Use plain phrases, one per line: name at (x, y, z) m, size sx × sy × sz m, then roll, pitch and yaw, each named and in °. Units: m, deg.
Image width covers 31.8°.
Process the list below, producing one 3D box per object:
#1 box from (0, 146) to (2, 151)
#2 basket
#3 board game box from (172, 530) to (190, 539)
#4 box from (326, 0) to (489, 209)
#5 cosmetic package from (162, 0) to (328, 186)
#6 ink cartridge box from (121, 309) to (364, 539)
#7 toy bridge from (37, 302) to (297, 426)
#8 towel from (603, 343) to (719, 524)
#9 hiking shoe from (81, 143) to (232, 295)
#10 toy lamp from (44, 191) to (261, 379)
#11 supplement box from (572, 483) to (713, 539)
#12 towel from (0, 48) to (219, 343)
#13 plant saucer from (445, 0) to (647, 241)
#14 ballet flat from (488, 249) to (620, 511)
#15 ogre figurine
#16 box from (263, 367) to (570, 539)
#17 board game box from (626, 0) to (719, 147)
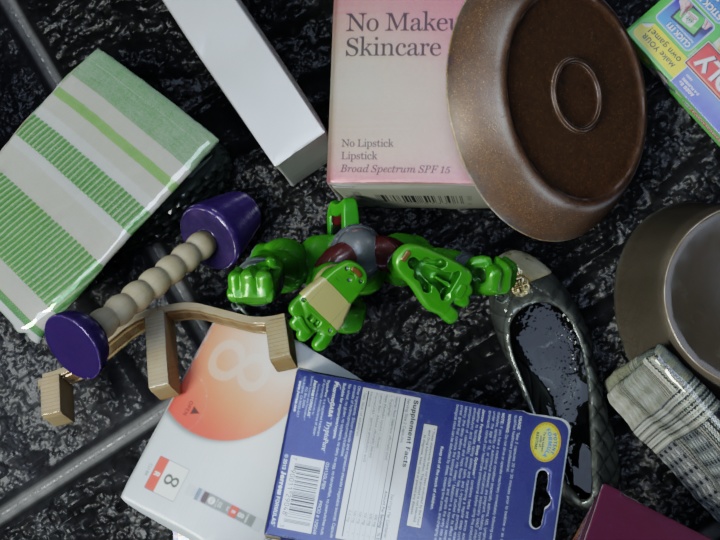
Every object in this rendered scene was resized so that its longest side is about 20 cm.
box at (-0.379, -0.140, 0.979) m, size 0.079 × 0.141 × 0.200 m, roll -42°, pitch 80°, yaw -1°
basket at (0.248, 0.024, 0.847) m, size 0.136 × 0.200 × 0.181 m, roll -21°, pitch 81°, yaw 5°
board game box at (-0.038, 0.229, 0.946) m, size 0.199 × 0.034 × 0.136 m, roll -7°, pitch 83°, yaw 7°
box at (0.047, -0.151, 0.939) m, size 0.127 × 0.109 × 0.201 m, roll 1°, pitch 84°, yaw 8°
cosmetic package at (-0.093, -0.165, 0.973) m, size 0.051 × 0.083 × 0.200 m, roll -34°, pitch 81°, yaw 3°
ink cartridge box at (-0.052, 0.139, 0.921) m, size 0.200 × 0.050 × 0.163 m, roll 21°, pitch 73°, yaw 20°
toy bridge at (-0.147, 0.061, 0.934) m, size 0.199 × 0.027 × 0.067 m, roll -14°, pitch 61°, yaw 9°
towel at (0.237, 0.137, 0.837) m, size 0.035 × 0.200 × 0.193 m, roll -41°, pitch 80°, yaw -5°
hiking shoe at (-0.196, -0.054, 0.978) m, size 0.200 × 0.074 × 0.087 m, roll -32°, pitch 80°, yaw 2°
toy lamp at (-0.143, 0.001, 0.921) m, size 0.058 × 0.200 × 0.058 m, roll 19°, pitch 128°, yaw 26°
supplement box at (0.171, 0.266, 0.837) m, size 0.131 × 0.103 × 0.200 m, roll 26°, pitch 121°, yaw 11°
towel at (-0.219, -0.061, 0.949) m, size 0.152 × 0.023 × 0.200 m, roll 38°, pitch 84°, yaw 29°
plant saucer at (0.142, -0.121, 0.892) m, size 0.034 × 0.200 × 0.201 m, roll -4°, pitch 81°, yaw 50°
ballet flat at (0.145, 0.078, 0.926) m, size 0.066 × 0.057 × 0.201 m, roll -21°, pitch 81°, yaw 8°
ogre figurine at (0.000, 0.000, 0.907) m, size 0.200 × 0.120 × 0.098 m, roll -22°, pitch 106°, yaw -11°
box at (0.041, 0.147, 0.894) m, size 0.199 × 0.032 × 0.122 m, roll 10°, pitch 75°, yaw 3°
board game box at (0.313, -0.147, 0.944) m, size 0.135 × 0.029 × 0.200 m, roll -41°, pitch 80°, yaw 1°
